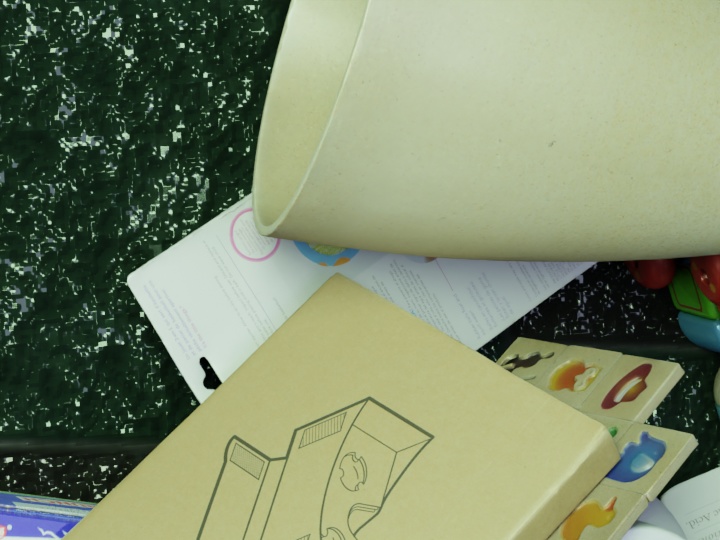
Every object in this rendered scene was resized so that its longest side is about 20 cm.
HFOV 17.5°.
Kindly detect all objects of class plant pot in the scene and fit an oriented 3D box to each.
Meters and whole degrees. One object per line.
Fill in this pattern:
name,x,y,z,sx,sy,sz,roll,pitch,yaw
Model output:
plant pot,0.078,-0.080,0.957,0.199,0.187,0.188,15,88,-12

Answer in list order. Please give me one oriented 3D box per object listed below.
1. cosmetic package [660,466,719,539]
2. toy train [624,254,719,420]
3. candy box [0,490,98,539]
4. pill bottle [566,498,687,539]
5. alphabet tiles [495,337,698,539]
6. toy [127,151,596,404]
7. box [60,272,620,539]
cosmetic package,0.217,0.175,1.034,0.101,0.200,0.074,-23,139,-3
toy train,0.200,0.025,1.030,0.084,0.200,0.116,-23,103,-16
candy box,-0.143,0.196,0.987,0.168,0.077,0.201,10,90,-17
pill bottle,0.075,0.134,0.990,0.111,0.200,0.113,-1,93,-18
alphabet tiles,0.038,0.102,0.935,0.200,0.167,0.008,-47,120,-24
toy,0.000,0.000,1.042,0.200,0.047,0.115,-34,98,-19
box,-0.020,0.102,0.917,0.200,0.163,0.021,-44,138,-19
